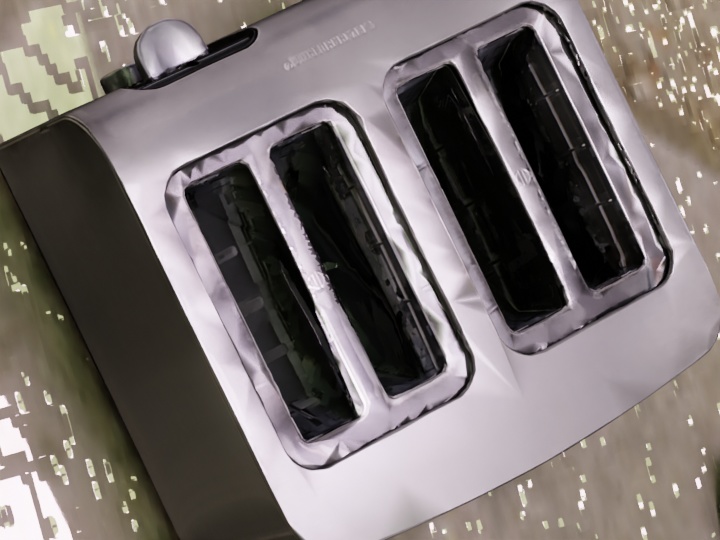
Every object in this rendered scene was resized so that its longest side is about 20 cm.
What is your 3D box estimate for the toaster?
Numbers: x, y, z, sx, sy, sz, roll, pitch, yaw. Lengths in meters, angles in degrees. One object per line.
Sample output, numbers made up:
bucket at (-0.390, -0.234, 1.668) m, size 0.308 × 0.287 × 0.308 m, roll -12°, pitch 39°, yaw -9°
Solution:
toaster at (0.000, 0.000, 0.883) m, size 0.180 × 0.119 × 0.201 m, roll -26°, pitch 91°, yaw -22°
